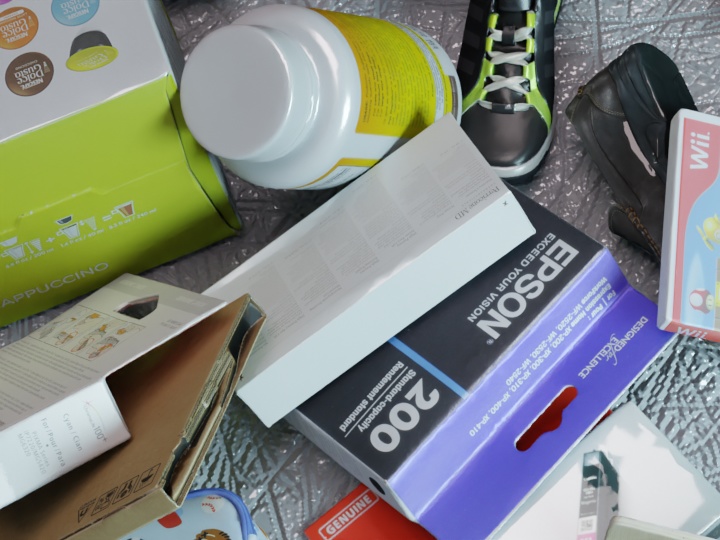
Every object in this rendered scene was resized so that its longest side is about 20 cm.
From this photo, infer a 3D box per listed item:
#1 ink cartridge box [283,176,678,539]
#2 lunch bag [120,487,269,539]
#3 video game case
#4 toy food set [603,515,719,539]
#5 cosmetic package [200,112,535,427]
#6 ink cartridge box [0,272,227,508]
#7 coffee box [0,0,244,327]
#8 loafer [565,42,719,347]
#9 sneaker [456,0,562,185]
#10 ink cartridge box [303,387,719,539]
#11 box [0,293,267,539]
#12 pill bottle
[{"bbox_3d":[0.058,0.045,1.352,0.198,0.043,0.200,-46,52,-11],"label":"ink cartridge box"},{"bbox_3d":[-0.120,0.234,1.298,0.159,0.076,0.202,-12,60,7],"label":"lunch bag"},{"bbox_3d":[0.277,-0.011,1.344,0.198,0.017,0.144,12,64,-9],"label":"video game case"},{"bbox_3d":[0.185,0.247,1.218,0.142,0.060,0.202,13,72,3],"label":"toy food set"},{"bbox_3d":[0.000,0.000,1.349,0.199,0.051,0.083,-36,47,2],"label":"cosmetic package"},{"bbox_3d":[-0.176,0.069,1.338,0.175,0.200,0.045,-29,105,-18],"label":"ink cartridge box"},{"bbox_3d":[-0.211,-0.110,1.420,0.198,0.200,0.199,-21,61,0],"label":"coffee box"},{"bbox_3d":[0.188,-0.039,1.396,0.072,0.073,0.201,-31,63,31],"label":"loafer"},{"bbox_3d":[0.092,-0.154,1.455,0.071,0.083,0.202,1,63,11],"label":"sneaker"},{"bbox_3d":[0.089,0.147,1.323,0.200,0.044,0.174,-38,64,-10],"label":"ink cartridge box"},{"bbox_3d":[-0.148,0.108,1.302,0.199,0.021,0.164,-30,25,37],"label":"box"},{"bbox_3d":[-0.025,-0.104,1.374,0.108,0.200,0.110,1,91,28],"label":"pill bottle"}]
